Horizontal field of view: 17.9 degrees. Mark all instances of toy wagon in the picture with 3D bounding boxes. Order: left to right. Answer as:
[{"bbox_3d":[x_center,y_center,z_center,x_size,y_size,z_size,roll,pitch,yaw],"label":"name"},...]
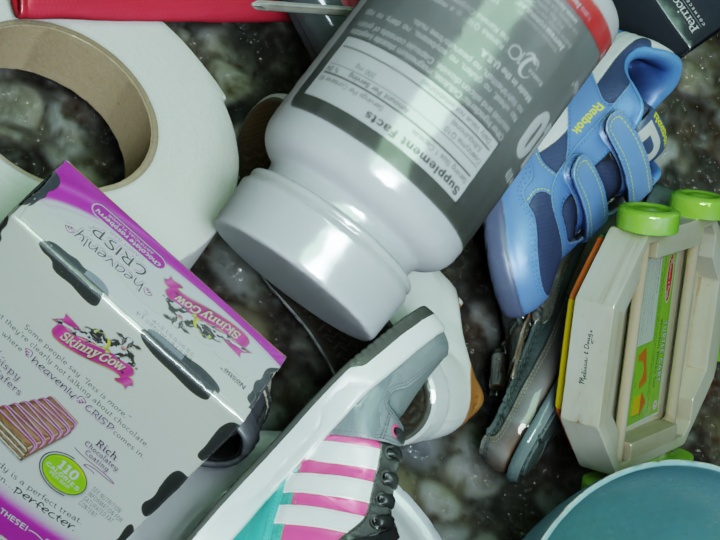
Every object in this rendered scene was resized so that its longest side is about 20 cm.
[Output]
[{"bbox_3d":[0.163,0.036,1.222,0.200,0.039,0.156,-15,114,-59],"label":"toy wagon"}]

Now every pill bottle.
[{"bbox_3d":[0.026,-0.073,1.111,0.114,0.114,0.200,38,80,-7],"label":"pill bottle"}]

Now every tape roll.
[{"bbox_3d":[-0.154,-0.070,1.125,0.202,0.037,0.204,18,46,-20],"label":"tape roll"}]

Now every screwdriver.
[{"bbox_3d":[0.022,-0.135,1.175,0.199,0.028,0.029,5,95,-42],"label":"screwdriver"}]

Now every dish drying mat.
[{"bbox_3d":[-0.098,-0.166,1.194,0.199,0.018,0.077,-4,77,-40],"label":"dish drying mat"}]

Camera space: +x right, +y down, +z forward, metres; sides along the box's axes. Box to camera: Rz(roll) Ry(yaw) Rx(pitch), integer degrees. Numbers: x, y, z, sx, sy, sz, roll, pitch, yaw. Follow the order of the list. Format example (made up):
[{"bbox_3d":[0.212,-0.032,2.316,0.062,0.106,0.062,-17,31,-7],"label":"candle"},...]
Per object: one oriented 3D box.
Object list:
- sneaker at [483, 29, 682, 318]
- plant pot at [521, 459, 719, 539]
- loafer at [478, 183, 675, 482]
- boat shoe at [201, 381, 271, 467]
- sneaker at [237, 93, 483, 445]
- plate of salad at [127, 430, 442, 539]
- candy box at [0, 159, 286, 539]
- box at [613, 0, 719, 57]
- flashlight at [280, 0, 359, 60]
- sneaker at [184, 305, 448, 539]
[{"bbox_3d":[0.116,-0.059,1.213,0.082,0.074,0.201,7,51,18],"label":"sneaker"},{"bbox_3d":[0.133,0.205,1.145,0.199,0.135,0.202,6,74,-23],"label":"plant pot"},{"bbox_3d":[0.104,0.024,1.233,0.063,0.072,0.200,28,59,10],"label":"loafer"},{"bbox_3d":[-0.137,0.044,1.109,0.199,0.073,0.063,19,31,-12],"label":"boat shoe"},{"bbox_3d":[0.000,0.000,1.203,0.084,0.073,0.201,-3,64,-57],"label":"sneaker"},{"bbox_3d":[-0.040,0.177,1.133,0.199,0.048,0.201,9,65,-19],"label":"plate of salad"},{"bbox_3d":[-0.147,0.066,1.044,0.136,0.200,0.061,42,33,-6],"label":"candy box"},{"bbox_3d":[0.162,-0.228,1.313,0.141,0.079,0.201,-35,90,-23],"label":"box"},{"bbox_3d":[0.000,-0.130,1.210,0.068,0.068,0.201,-26,96,16],"label":"flashlight"},{"bbox_3d":[0.003,0.122,1.089,0.121,0.084,0.200,42,74,2],"label":"sneaker"}]
